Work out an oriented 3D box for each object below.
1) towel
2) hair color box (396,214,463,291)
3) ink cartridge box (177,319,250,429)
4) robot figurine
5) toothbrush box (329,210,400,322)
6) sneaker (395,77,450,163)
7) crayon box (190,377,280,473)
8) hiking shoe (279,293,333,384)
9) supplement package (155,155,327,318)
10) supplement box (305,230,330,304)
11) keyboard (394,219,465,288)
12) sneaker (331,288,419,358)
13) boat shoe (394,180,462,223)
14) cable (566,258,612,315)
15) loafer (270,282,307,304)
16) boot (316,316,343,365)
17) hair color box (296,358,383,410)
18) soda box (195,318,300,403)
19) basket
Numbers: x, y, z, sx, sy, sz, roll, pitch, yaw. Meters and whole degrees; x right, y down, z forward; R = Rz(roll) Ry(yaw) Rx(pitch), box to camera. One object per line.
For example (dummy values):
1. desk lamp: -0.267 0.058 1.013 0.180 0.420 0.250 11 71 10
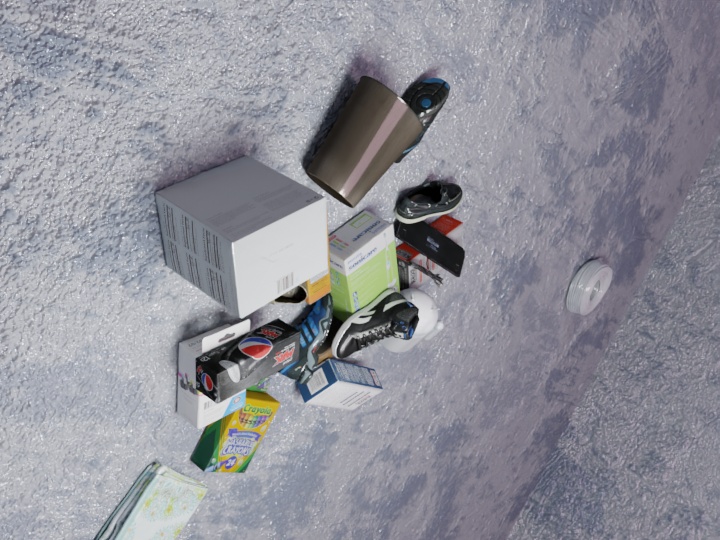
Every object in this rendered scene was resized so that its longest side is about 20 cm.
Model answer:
1. towel: -0.399 0.477 1.529 0.200 0.048 0.171 -54 144 -9
2. hair color box: 0.157 -0.039 1.860 0.200 0.061 0.102 -35 137 -34
3. ink cartridge box: -0.271 0.177 1.460 0.115 0.068 0.200 -22 130 -45
4. robot figurine: 0.102 0.113 1.802 0.200 0.169 0.113 132 -30 -52
5. toothbrush box: 0.000 0.000 1.665 0.146 0.086 0.200 -38 141 -29
6. sneaker: 0.109 -0.307 1.616 0.200 0.073 0.082 -49 161 -7
7. crayon box: -0.244 0.311 1.605 0.126 0.052 0.200 23 95 -56
8. hiking shoe: -0.114 0.128 1.620 0.074 0.087 0.200 130 -21 -71
9. supplement package: -0.189 -0.061 1.281 0.191 0.200 0.147 -30 135 -36
10. supplement box: -0.102 -0.038 1.526 0.069 0.066 0.200 -33 138 -34
11. keyboard: 0.152 -0.039 1.782 0.200 0.021 0.127 31 60 -25
12. sneaker: 0.041 0.125 1.634 0.200 0.112 0.073 -42 142 -23
13. boat shoe: 0.160 -0.167 1.763 0.199 0.075 0.066 -19 141 -32
14. cable: 0.788 0.060 2.728 0.200 0.069 0.200 -7 119 -50
15. loafer: -0.176 0.019 1.443 0.200 0.067 0.076 6 109 -36
16. boot: -0.050 0.145 1.737 0.200 0.074 0.076 -28 153 -32
17. hair color box: -0.044 0.259 1.781 0.100 0.061 0.200 -35 151 19
18. soda box: -0.199 0.159 1.424 0.200 0.063 0.071 -26 133 -43
19. basket: 0.000 -0.228 1.469 0.200 0.136 0.180 -54 150 -4
